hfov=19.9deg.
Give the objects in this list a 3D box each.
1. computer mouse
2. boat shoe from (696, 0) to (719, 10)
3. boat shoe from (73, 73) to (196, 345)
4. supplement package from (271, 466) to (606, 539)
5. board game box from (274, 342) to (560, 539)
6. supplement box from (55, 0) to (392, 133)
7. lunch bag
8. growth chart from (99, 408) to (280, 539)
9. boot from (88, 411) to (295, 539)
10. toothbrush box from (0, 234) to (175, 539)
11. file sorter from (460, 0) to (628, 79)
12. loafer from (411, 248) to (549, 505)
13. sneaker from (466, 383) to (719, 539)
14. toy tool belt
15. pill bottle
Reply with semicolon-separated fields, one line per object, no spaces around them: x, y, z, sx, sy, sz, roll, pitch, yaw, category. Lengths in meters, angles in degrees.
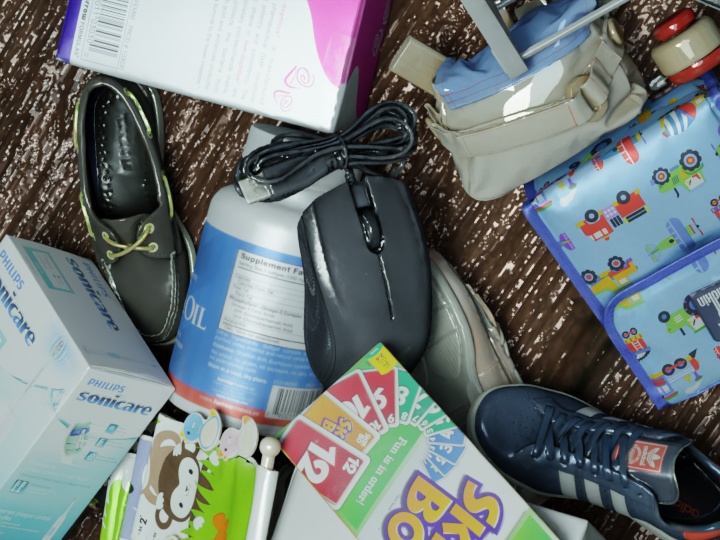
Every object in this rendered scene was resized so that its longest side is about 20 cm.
0.000;0.000;1.350;0.138;0.053;0.200;-21;114;-24;computer mouse
0.281;-0.187;1.343;0.199;0.068;0.074;26;101;8;boat shoe
-0.165;-0.041;1.458;0.072;0.061;0.201;-10;94;13;boat shoe
0.051;0.202;1.347;0.200;0.121;0.120;14;77;22;supplement package
0.040;0.146;1.290;0.096;0.030;0.200;-42;65;-2;board game box
-0.090;-0.167;1.407;0.200;0.103;0.101;16;99;11;supplement box
0.223;-0.010;1.379;0.151;0.094;0.200;-32;102;13;lunch bag
-0.119;0.164;1.377;0.200;0.018;0.145;1;86;51;growth chart
-0.133;0.203;1.480;0.154;0.073;0.204;26;104;14;boot
-0.242;0.101;1.439;0.200;0.085;0.146;-51;51;18;toothbrush box
0.091;-0.255;1.297;0.124;0.139;0.200;-29;54;10;file sorter
0.080;0.075;1.429;0.072;0.063;0.200;-24;88;47;loafer
0.171;0.124;1.366;0.200;0.085;0.075;21;72;-12;sneaker
0.129;-0.144;1.355;0.200;0.125;0.123;-31;98;13;toy tool belt
-0.060;0.005;1.416;0.112;0.112;0.200;16;99;10;pill bottle
